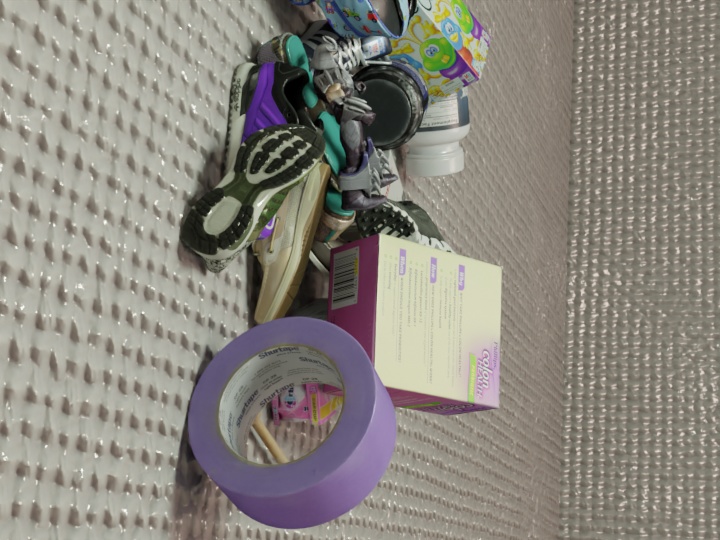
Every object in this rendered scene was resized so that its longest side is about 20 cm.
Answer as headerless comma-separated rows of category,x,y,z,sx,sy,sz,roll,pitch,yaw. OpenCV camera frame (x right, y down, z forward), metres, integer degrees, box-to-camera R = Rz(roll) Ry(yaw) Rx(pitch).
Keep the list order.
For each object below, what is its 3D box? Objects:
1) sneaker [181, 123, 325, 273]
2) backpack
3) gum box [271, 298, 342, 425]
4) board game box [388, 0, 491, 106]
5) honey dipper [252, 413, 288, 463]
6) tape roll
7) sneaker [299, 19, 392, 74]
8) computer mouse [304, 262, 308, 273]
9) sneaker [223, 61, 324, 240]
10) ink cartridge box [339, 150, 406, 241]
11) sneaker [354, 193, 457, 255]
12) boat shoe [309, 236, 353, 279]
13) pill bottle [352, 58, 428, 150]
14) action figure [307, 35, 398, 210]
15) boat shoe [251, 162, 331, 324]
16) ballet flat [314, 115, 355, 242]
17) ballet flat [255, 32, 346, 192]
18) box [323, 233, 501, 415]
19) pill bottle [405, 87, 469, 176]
sneaker,-0.112,-0.075,1.394,0.200,0.077,0.089,-47,164,-24
backpack,-0.015,-0.369,1.582,0.201,0.134,0.183,60,30,-32
gum box,-0.051,0.108,1.611,0.200,0.066,0.114,-30,117,-69
board game box,0.078,-0.346,1.848,0.200,0.103,0.105,45,40,-27
honey dipper,-0.094,0.213,1.533,0.200,0.038,0.038,65,30,-46
tape roll,-0.069,0.154,1.348,0.085,0.199,0.201,61,33,-54
sneaker,-0.025,-0.262,1.642,0.200,0.108,0.070,-66,149,-52
computer mouse,-0.083,-0.091,1.591,0.059,0.034,0.201,107,-19,-72
sneaker,-0.090,-0.135,1.451,0.070,0.099,0.202,21,69,-68
ink cartridge box,0.013,-0.044,1.789,0.201,0.082,0.147,69,27,-46
sneaker,0.046,-0.055,1.666,0.200,0.066,0.091,32,23,-47
boat shoe,0.000,0.000,1.647,0.200,0.059,0.072,46,21,-15
pill bottle,0.032,-0.220,1.754,0.200,0.111,0.113,-64,150,-76
action figure,-0.013,-0.173,1.497,0.130,0.069,0.201,-90,165,-61
boat shoe,-0.091,-0.032,1.509,0.072,0.065,0.201,10,97,-84
ballet flat,-0.046,-0.110,1.626,0.201,0.068,0.067,-91,-156,-47
ballet flat,-0.070,-0.179,1.549,0.201,0.072,0.072,67,26,-21
box,0.064,0.069,1.571,0.199,0.096,0.177,14,71,-36
pill bottle,0.107,-0.251,2.029,0.120,0.119,0.201,-43,130,-66
